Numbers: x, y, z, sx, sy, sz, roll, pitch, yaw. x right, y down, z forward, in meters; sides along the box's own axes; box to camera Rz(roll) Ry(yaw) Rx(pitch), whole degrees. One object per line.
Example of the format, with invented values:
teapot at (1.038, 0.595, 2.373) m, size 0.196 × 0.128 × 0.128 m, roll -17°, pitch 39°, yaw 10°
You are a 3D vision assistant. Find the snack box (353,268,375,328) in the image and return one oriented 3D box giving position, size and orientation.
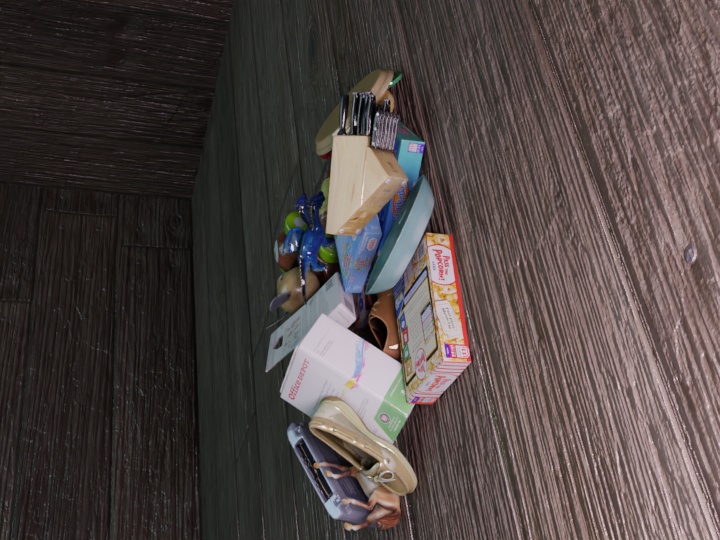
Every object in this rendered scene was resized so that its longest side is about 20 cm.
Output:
snack box at (0.000, 0.000, 1.757) m, size 0.072 × 0.024 × 0.204 m, roll 123°, pitch 147°, yaw -56°

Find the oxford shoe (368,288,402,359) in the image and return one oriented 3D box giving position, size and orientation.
oxford shoe at (0.043, 0.064, 1.537) m, size 0.202 × 0.070 × 0.072 m, roll -107°, pitch 25°, yaw -51°

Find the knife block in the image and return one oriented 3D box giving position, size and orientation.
knife block at (-0.011, -0.180, 1.511) m, size 0.200 × 0.063 × 0.177 m, roll -45°, pitch 65°, yaw 27°

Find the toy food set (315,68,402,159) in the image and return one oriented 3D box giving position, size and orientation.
toy food set at (-0.003, -0.273, 1.639) m, size 0.199 × 0.048 × 0.200 m, roll -36°, pitch 22°, yaw 39°

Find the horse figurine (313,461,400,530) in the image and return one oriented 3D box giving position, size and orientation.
horse figurine at (0.012, 0.350, 1.525) m, size 0.201 × 0.130 × 0.051 m, roll 53°, pitch 134°, yaw 46°

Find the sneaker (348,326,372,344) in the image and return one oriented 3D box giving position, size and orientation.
sneaker at (-0.007, 0.180, 1.670) m, size 0.201 × 0.066 × 0.092 m, roll -126°, pitch 47°, yaw -60°

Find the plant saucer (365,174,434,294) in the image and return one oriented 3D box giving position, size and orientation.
plant saucer at (0.066, -0.048, 1.444) m, size 0.200 × 0.035 × 0.203 m, roll -91°, pitch 26°, yaw -83°

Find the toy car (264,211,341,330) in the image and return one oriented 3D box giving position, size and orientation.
toy car at (-0.133, 0.022, 1.848) m, size 0.201 × 0.156 × 0.165 m, roll -54°, pitch -11°, yaw -31°

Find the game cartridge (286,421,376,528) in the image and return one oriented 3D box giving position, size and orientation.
game cartridge at (-0.041, 0.351, 1.617) m, size 0.041 × 0.132 × 0.201 m, roll -48°, pitch 48°, yaw 15°

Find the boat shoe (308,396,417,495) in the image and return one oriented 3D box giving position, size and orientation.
boat shoe at (0.003, 0.279, 1.434) m, size 0.073 × 0.201 × 0.063 m, roll -29°, pitch 19°, yaw 44°

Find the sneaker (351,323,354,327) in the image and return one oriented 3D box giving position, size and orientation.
sneaker at (-0.041, 0.133, 1.794) m, size 0.090 × 0.065 × 0.205 m, roll 166°, pitch 105°, yaw -69°

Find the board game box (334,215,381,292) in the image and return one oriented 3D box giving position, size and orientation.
board game box at (-0.012, -0.088, 1.650) m, size 0.153 × 0.036 × 0.203 m, roll 110°, pitch 157°, yaw -47°

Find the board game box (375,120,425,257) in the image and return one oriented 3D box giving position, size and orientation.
board game box at (0.049, -0.141, 1.598) m, size 0.152 × 0.044 × 0.204 m, roll -124°, pitch 42°, yaw -64°

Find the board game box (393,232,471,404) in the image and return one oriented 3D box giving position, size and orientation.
board game box at (0.100, 0.072, 1.387) m, size 0.152 × 0.045 × 0.204 m, roll 122°, pitch 148°, yaw -56°

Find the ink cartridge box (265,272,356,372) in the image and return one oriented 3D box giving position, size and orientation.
ink cartridge box at (-0.086, 0.100, 1.662) m, size 0.176 × 0.045 × 0.200 m, roll -44°, pitch 13°, yaw 8°

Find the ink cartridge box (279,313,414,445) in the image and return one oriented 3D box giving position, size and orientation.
ink cartridge box at (-0.015, 0.183, 1.473) m, size 0.088 × 0.197 × 0.147 m, roll -55°, pitch -8°, yaw -42°

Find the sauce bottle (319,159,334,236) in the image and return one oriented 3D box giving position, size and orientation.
sauce bottle at (-0.045, -0.157, 1.854) m, size 0.067 × 0.065 × 0.203 m, roll 113°, pitch 167°, yaw -46°

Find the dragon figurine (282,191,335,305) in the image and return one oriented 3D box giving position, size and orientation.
dragon figurine at (-0.103, -0.045, 1.735) m, size 0.058 × 0.099 × 0.204 m, roll 4°, pitch 65°, yaw 40°
